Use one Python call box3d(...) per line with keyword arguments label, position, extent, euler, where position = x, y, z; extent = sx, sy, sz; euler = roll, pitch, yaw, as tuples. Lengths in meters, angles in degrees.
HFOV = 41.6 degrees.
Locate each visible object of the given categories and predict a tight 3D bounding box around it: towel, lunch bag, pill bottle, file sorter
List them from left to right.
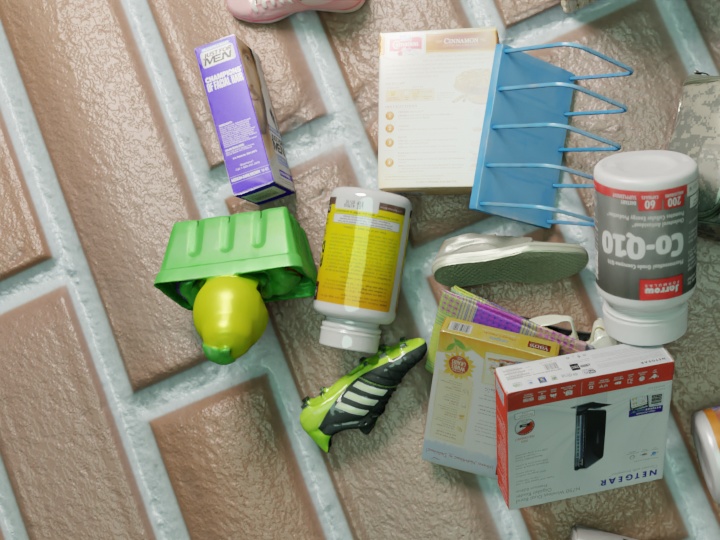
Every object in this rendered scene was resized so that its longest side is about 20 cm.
box3d(label="pill bottle", position=(0.000, 0.000, 1.214), extent=(0.108, 0.109, 0.203), euler=(9, 89, 12))
box3d(label="towel", position=(0.180, 0.112, 1.172), extent=(0.198, 0.023, 0.145), euler=(22, 125, 17))
box3d(label="file sorter", position=(0.235, -0.159, 1.137), extent=(0.122, 0.138, 0.203), euler=(8, 88, 52))
box3d(label="pill bottle", position=(0.324, -0.025, 1.075), extent=(0.112, 0.114, 0.202), euler=(-3, 113, 11))
box3d(label="lunch bag", position=(0.445, -0.128, 1.122), extent=(0.166, 0.139, 0.202), euler=(14, 89, 28))
box3d(label="pill bottle", position=(0.499, 0.199, 1.102), extent=(0.198, 0.112, 0.114), euler=(-15, 85, 10))

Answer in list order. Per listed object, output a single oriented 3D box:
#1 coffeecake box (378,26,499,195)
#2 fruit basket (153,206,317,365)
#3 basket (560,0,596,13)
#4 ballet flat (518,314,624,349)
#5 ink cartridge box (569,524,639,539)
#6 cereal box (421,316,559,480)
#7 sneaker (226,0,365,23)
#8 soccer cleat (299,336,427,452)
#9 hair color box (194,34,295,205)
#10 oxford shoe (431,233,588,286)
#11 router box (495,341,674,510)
box3d(label="coffeecake box", position=(0.103, -0.202, 1.221), extent=(0.151, 0.073, 0.203), euler=(0, 87, 12))
box3d(label="fruit basket", position=(-0.157, 0.032, 1.219), extent=(0.213, 0.156, 0.218), euler=(-4, 72, 12))
box3d(label="basket", position=(0.280, -0.446, 1.134), extent=(0.159, 0.200, 0.200), euler=(-25, 82, 11))
box3d(label="ballet flat", position=(0.270, 0.091, 1.170), extent=(0.197, 0.073, 0.074), euler=(8, 89, 14))
box3d(label="ink cartridge box", position=(0.342, 0.407, 1.137), extent=(0.197, 0.084, 0.148), euler=(10, 90, 11))
box3d(label="cereal box", position=(0.156, 0.164, 1.164), extent=(0.142, 0.040, 0.202), euler=(13, 121, 12))
box3d(label="sneaker", position=(-0.096, -0.380, 1.255), extent=(0.198, 0.105, 0.076), euler=(0, 89, 12))
box3d(label="soccer cleat", position=(0.012, 0.160, 1.233), extent=(0.199, 0.068, 0.081), euler=(-35, 97, 10))
box3d(label="hair color box", position=(-0.151, -0.196, 1.254), extent=(0.064, 0.109, 0.202), euler=(-18, 84, 10))
box3d(label="oxford shoe", position=(0.188, -0.020, 1.202), extent=(0.197, 0.076, 0.058), euler=(-3, 50, 10))
box3d(label="router box", position=(0.260, 0.181, 1.110), extent=(0.197, 0.049, 0.181), euler=(-11, 122, -5))
